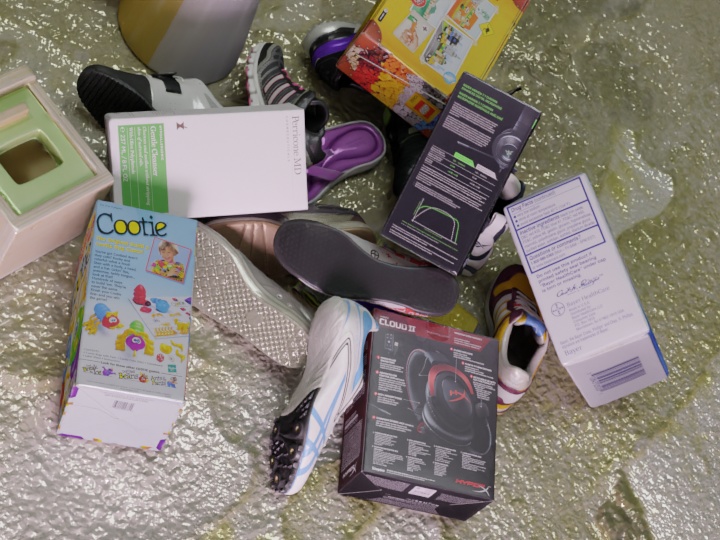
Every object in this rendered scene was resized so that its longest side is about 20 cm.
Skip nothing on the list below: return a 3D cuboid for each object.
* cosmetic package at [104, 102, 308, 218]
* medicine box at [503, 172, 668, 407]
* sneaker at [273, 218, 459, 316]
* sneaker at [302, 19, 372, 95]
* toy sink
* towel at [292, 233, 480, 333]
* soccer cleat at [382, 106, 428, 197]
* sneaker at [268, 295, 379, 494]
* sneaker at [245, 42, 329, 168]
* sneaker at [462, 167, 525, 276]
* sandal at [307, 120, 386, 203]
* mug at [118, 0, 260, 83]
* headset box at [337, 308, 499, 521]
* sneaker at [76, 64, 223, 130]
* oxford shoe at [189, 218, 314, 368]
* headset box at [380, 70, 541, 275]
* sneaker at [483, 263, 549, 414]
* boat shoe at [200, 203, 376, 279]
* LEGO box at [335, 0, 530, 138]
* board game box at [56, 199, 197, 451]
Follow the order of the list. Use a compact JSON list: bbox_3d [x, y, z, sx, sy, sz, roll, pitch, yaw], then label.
[{"bbox_3d":[-0.157,-0.111,1.565,0.197,0.085,0.109,-6,100,-11],"label":"cosmetic package"},{"bbox_3d":[0.253,0.025,1.714,0.182,0.102,0.202,47,24,-64],"label":"medicine box"},{"bbox_3d":[0.000,0.001,1.604,0.199,0.108,0.068,17,88,-7],"label":"sneaker"},{"bbox_3d":[0.037,-0.248,1.826,0.197,0.070,0.100,-11,53,-19],"label":"sneaker"},{"bbox_3d":[-0.357,-0.114,1.488,0.130,0.112,0.201,-32,80,-41],"label":"toy sink"},{"bbox_3d":[0.035,0.042,1.685,0.200,0.023,0.144,41,49,-2],"label":"towel"},{"bbox_3d":[0.057,-0.156,1.808,0.080,0.068,0.201,24,44,-3],"label":"soccer cleat"},{"bbox_3d":[-0.034,0.127,1.516,0.072,0.072,0.202,24,81,-29],"label":"sneaker"},{"bbox_3d":[-0.077,-0.178,1.696,0.086,0.074,0.202,-10,47,3],"label":"sneaker"},{"bbox_3d":[0.144,-0.107,1.778,0.079,0.130,0.201,25,51,-17],"label":"sneaker"},{"bbox_3d":[-0.045,-0.131,1.731,0.202,0.050,0.083,-33,79,-40],"label":"sandal"},{"bbox_3d":[-0.189,-0.310,1.693,0.185,0.153,0.151,-6,64,-33],"label":"mug"},{"bbox_3d":[0.062,0.139,1.583,0.147,0.075,0.202,14,61,-17],"label":"headset box"},{"bbox_3d":[-0.211,-0.177,1.650,0.199,0.074,0.089,28,49,-26],"label":"sneaker"},{"bbox_3d":[-0.120,0.023,1.579,0.199,0.075,0.058,40,22,3],"label":"oxford shoe"},{"bbox_3d":[0.112,-0.108,1.620,0.092,0.202,0.174,27,4,4],"label":"headset box"},{"bbox_3d":[0.180,0.063,1.714,0.074,0.090,0.202,25,50,-14],"label":"sneaker"},{"bbox_3d":[-0.083,-0.037,1.639,0.197,0.073,0.065,-2,33,-17],"label":"boat shoe"},{"bbox_3d":[0.086,-0.275,1.776,0.148,0.077,0.201,37,58,-8],"label":"LEGO box"},{"bbox_3d":[-0.221,0.052,1.463,0.103,0.103,0.202,11,55,-16],"label":"board game box"}]
